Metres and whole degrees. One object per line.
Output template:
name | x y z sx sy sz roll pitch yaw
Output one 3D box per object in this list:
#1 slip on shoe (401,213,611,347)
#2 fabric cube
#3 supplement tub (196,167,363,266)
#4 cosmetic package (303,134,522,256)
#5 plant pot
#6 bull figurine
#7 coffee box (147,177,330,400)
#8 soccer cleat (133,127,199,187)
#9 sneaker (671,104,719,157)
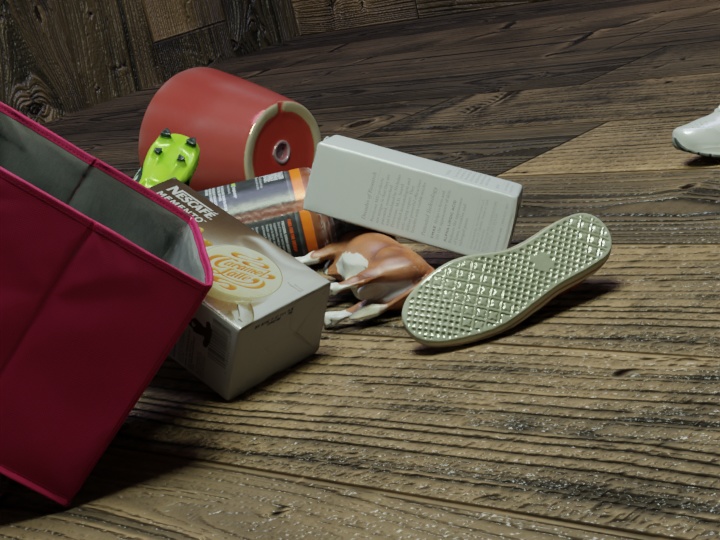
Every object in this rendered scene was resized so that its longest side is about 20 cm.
slip on shoe | 0.124 0.015 1.291 0.199 0.074 0.061 -26 -17 -20
fabric cube | -0.250 0.019 1.152 0.200 0.199 0.196 -57 18 9
supplement tub | -0.096 -0.048 1.628 0.198 0.108 0.107 -13 14 -2
cosmetic package | 0.053 -0.070 1.466 0.199 0.075 0.102 15 11 7
plant pot | -0.159 -0.160 1.979 0.177 0.202 0.200 13 28 41
bull figurine | 0.000 0.000 1.442 0.121 0.066 0.200 -22 14 -14
coffee box | -0.139 0.012 1.321 0.200 0.080 0.114 34 40 29
soccer cleat | -0.210 -0.055 1.460 0.067 0.081 0.200 22 45 10
sneaker | 0.432 -0.178 1.666 0.199 0.088 0.075 -17 16 -8
